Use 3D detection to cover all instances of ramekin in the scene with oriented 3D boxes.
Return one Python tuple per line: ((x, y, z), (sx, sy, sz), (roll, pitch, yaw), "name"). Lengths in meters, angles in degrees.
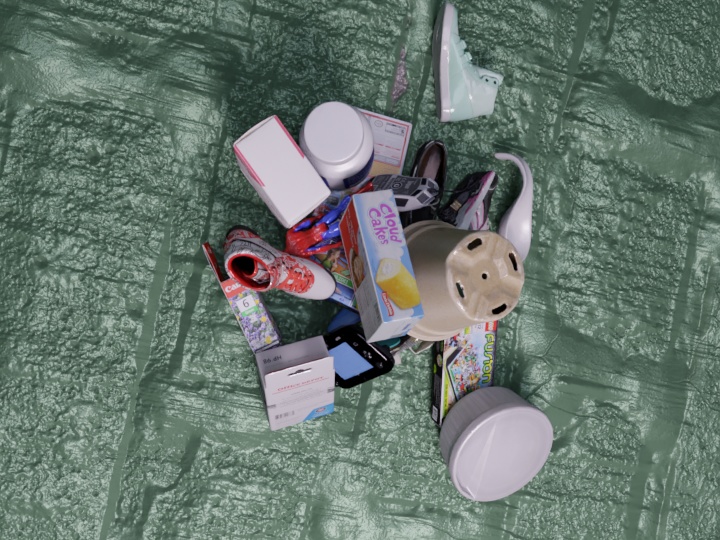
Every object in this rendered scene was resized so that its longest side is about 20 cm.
((0.229, 0.296, 1.323), (0.200, 0.094, 0.205), (-11, 120, -20), "ramekin")

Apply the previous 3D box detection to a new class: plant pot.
((0.152, 0.012, 1.179), (0.198, 0.183, 0.203), (1, 87, -21), "plant pot")

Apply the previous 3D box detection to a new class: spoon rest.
((0.282, -0.115, 1.362), (0.099, 0.060, 0.203), (-6, 92, -51), "spoon rest")

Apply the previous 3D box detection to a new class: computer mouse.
((0.095, -0.125, 1.270), (0.110, 0.198, 0.044), (-54, 141, -37), "computer mouse")

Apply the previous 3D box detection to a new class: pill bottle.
((-0.037, -0.200, 1.199), (0.118, 0.200, 0.121), (0, 89, 1), "pill bottle")

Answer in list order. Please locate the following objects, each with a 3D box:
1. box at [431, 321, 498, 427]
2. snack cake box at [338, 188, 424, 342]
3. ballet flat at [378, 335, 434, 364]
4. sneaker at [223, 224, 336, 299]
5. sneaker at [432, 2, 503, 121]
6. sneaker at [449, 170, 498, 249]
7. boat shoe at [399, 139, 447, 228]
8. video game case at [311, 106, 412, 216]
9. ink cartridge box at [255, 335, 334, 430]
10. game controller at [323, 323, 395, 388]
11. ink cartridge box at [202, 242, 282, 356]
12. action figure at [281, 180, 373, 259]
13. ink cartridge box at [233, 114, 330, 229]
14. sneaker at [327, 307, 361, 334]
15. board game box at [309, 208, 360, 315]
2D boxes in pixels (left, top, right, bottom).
((0.184, 0.171, 1.334), (0.109, 0.035, 0.203), (-6, 109, -21), "box")
((0.028, -0.005, 1.135), (0.066, 0.115, 0.202), (-10, 74, -14), "snack cake box")
((0.074, 0.127, 1.328), (0.199, 0.072, 0.073), (-26, 97, -10), "ballet flat")
((-0.124, 0.010, 1.165), (0.200, 0.108, 0.067), (30, 109, -19), "sneaker")
((0.191, -0.369, 1.333), (0.117, 0.074, 0.203), (-5, 102, -7), "sneaker")
((0.198, -0.082, 1.354), (0.086, 0.080, 0.202), (29, 89, -30), "sneaker")
((0.111, -0.131, 1.327), (0.071, 0.068, 0.203), (12, 90, -15), "boat shoe")
((0.003, -0.178, 1.324), (0.141, 0.017, 0.203), (13, 88, -14), "video game case")
((-0.104, 0.175, 1.218), (0.114, 0.201, 0.067), (-14, 57, -13), "ink cartridge box")
((-0.022, 0.144, 1.242), (0.104, 0.200, 0.042), (34, 59, -13), "game controller")
((-0.192, 0.037, 1.235), (0.050, 0.109, 0.202), (-25, 97, -5), "ink cartridge box")
((-0.054, -0.069, 1.238), (0.199, 0.052, 0.066), (-31, 76, -4), "action figure")
((-0.127, -0.149, 1.193), (0.082, 0.200, 0.147), (-37, 95, -5), "ink cartridge box")
((0.012, 0.038, 1.314), (0.199, 0.066, 0.079), (-38, 86, -9), "sneaker")
((0.000, 0.000, 1.269), (0.198, 0.034, 0.137), (26, 78, 2), "board game box")
